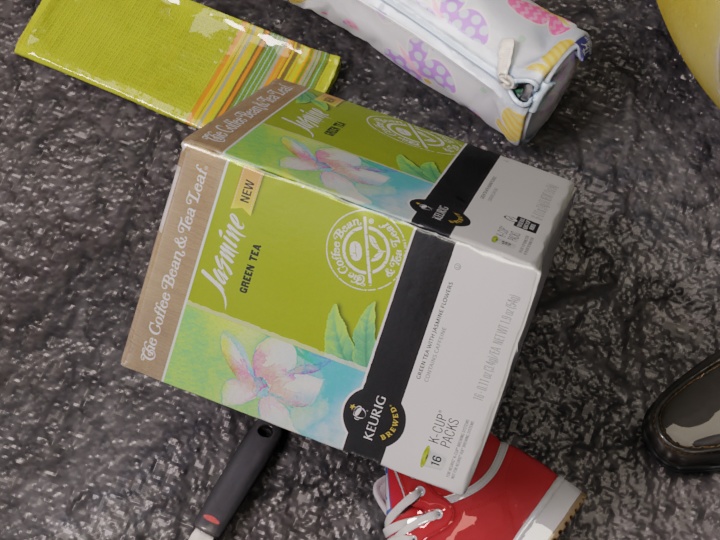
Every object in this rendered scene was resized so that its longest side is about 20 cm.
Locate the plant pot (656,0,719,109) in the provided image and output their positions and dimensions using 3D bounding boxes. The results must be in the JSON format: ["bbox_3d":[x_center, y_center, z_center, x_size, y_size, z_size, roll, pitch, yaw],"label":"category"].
[{"bbox_3d":[0.262,-0.199,1.197,0.200,0.200,0.142,-29,44,-15],"label":"plant pot"}]

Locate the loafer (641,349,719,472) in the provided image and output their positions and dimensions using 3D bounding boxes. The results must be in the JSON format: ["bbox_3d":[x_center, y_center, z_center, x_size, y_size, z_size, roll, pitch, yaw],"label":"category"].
[{"bbox_3d":[0.260,0.058,1.124,0.200,0.072,0.073,-25,70,-13],"label":"loafer"}]

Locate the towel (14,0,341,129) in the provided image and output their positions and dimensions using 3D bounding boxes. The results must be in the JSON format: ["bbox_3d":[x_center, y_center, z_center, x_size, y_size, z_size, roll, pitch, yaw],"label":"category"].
[{"bbox_3d":[-0.118,-0.140,1.226,0.199,0.018,0.086,23,65,8],"label":"towel"}]

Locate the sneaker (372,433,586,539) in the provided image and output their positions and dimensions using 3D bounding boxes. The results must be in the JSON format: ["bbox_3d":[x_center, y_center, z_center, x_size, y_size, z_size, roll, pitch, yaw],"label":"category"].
[{"bbox_3d":[0.029,0.168,1.061,0.112,0.071,0.200,37,61,9],"label":"sneaker"}]

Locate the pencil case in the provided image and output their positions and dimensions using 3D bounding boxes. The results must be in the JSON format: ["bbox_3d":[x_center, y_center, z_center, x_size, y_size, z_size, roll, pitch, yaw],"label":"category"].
[{"bbox_3d":[0.047,-0.161,1.206,0.200,0.083,0.091,34,35,13],"label":"pencil case"}]

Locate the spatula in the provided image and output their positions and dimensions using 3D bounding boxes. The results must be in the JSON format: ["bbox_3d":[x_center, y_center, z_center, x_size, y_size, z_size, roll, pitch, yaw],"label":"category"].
[{"bbox_3d":[-0.097,0.166,1.083,0.056,0.021,0.200,26,66,11],"label":"spatula"}]

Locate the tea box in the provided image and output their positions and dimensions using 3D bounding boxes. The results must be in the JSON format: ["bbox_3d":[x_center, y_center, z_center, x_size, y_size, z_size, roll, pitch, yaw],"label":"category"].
[{"bbox_3d":[0.000,0.000,1.043,0.196,0.200,0.134,19,108,6],"label":"tea box"}]
